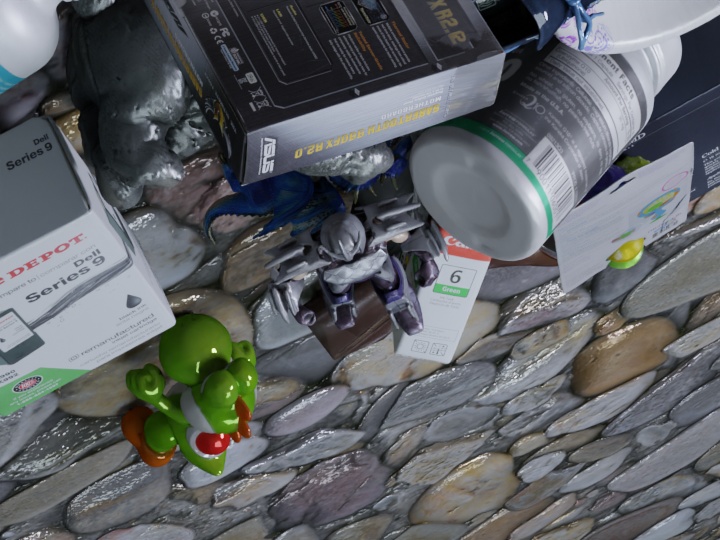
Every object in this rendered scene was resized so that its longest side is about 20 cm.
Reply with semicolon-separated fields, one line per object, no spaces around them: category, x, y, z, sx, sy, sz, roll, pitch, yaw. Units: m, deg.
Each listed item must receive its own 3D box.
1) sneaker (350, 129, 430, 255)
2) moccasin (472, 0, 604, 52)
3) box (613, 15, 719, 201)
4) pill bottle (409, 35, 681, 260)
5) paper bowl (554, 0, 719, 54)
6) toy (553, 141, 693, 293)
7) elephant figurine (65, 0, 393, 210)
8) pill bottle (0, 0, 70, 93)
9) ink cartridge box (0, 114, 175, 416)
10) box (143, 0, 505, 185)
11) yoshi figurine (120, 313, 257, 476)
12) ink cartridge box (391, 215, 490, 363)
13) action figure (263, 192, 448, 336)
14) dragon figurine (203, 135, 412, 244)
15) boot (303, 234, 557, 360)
sneaker;0.016;-0.085;1.476;0.090;0.076;0.201;-6;140;-27
moccasin;0.099;-0.155;1.169;0.199;0.068;0.081;-29;129;6
box;0.239;-0.133;1.554;0.199;0.105;0.182;-28;157;2
pill bottle;0.133;-0.110;1.388;0.200;0.113;0.113;-47;166;-29
paper bowl;0.191;-0.241;1.292;0.199;0.105;0.201;-23;156;-11
toy;0.189;-0.050;1.487;0.115;0.047;0.200;-30;160;-1
elephant figurine;-0.076;-0.123;1.226;0.199;0.143;0.155;-13;168;-15
pill bottle;-0.239;-0.130;1.060;0.199;0.111;0.111;-30;156;8
ink cartridge box;-0.226;0.002;1.320;0.145;0.084;0.200;-28;155;-1
box;-0.034;-0.157;1.110;0.157;0.201;0.048;-19;151;-20
yoshi figurine;-0.140;0.094;1.661;0.111;0.113;0.200;25;154;-11
ink cartridge box;0.071;-0.039;1.534;0.050;0.109;0.201;10;128;-11
action figure;0.000;0.000;1.416;0.129;0.070;0.200;-11;167;4
dragon figurine;-0.050;-0.053;1.420;0.200;0.100;0.059;-42;152;29
boot;0.064;0.011;1.708;0.186;0.064;0.200;21;125;-42
